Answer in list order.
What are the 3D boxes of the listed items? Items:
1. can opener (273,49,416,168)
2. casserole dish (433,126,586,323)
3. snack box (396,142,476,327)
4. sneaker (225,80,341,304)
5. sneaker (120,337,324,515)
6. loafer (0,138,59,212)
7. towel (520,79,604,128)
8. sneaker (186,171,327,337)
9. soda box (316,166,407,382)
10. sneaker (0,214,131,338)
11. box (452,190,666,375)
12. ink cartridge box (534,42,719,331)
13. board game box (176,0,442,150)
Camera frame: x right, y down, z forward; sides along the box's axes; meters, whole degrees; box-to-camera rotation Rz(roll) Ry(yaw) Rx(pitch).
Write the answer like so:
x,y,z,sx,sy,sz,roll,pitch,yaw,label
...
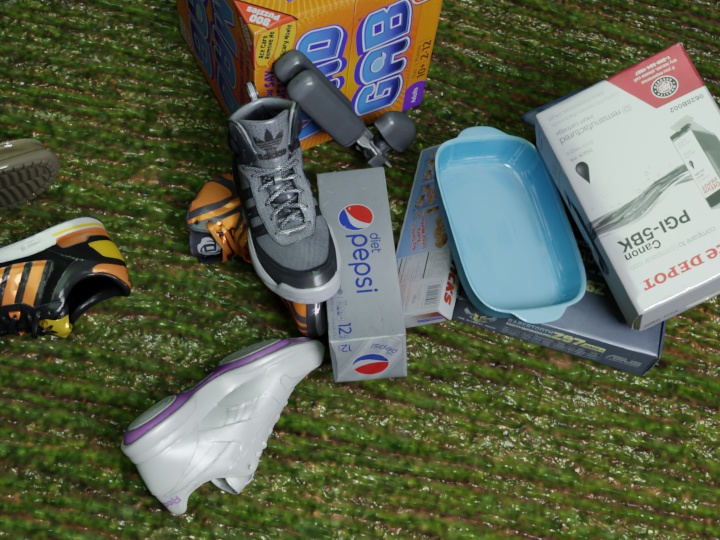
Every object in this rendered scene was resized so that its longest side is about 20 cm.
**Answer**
x,y,z,sx,sy,sz,roll,pitch,yaw,label
-0.007,-0.156,0.952,0.067,0.200,0.054,-37,63,10,can opener
0.130,-0.038,0.918,0.120,0.039,0.202,-6,65,-20,casserole dish
0.072,-0.040,0.966,0.024,0.071,0.202,38,54,-36,snack box
-0.071,-0.072,0.858,0.075,0.115,0.201,-16,52,-11,sneaker
-0.106,0.129,0.867,0.199,0.075,0.100,-32,99,-28,sneaker
-0.384,-0.088,0.938,0.198,0.076,0.068,-18,68,-13,loafer
0.278,-0.127,1.010,0.146,0.024,0.200,-25,48,-34,towel
-0.099,-0.013,0.936,0.111,0.078,0.201,-14,52,-8,sneaker
0.000,0.000,0.914,0.067,0.064,0.202,-6,50,-1,soda box
-0.298,0.029,0.888,0.199,0.070,0.090,-30,66,-22,sneaker
0.197,-0.003,0.968,0.198,0.051,0.159,17,62,3,box
0.260,-0.071,0.879,0.146,0.083,0.202,-26,74,5,ink cartridge box
-0.057,-0.267,0.996,0.198,0.200,0.201,-23,66,-17,board game box
